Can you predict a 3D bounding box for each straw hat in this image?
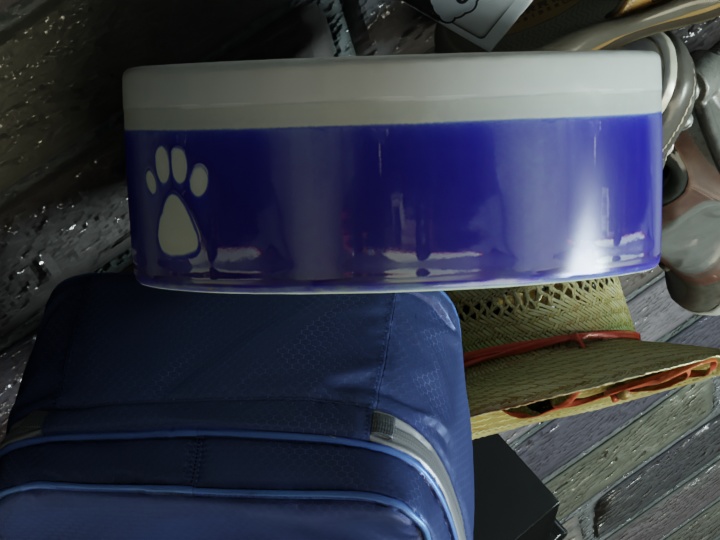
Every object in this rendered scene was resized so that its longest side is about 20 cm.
[{"bbox_3d":[0.077,0.024,1.058,0.199,0.086,0.201,-13,173,-2],"label":"straw hat"}]

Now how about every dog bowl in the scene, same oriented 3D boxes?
[{"bbox_3d":[0.012,-0.038,0.857,0.198,0.080,0.200,-1,-176,0],"label":"dog bowl"}]

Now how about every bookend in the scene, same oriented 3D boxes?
[{"bbox_3d":[0.020,0.144,1.264,0.198,0.092,0.200,-38,162,-15],"label":"bookend"}]

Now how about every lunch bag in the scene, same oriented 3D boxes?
[{"bbox_3d":[-0.056,0.090,0.912,0.198,0.133,0.137,-2,134,10],"label":"lunch bag"}]

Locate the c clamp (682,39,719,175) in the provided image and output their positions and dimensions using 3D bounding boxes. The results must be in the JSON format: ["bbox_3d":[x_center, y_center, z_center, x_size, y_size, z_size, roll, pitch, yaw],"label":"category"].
[{"bbox_3d":[0.198,-0.093,1.101,0.027,0.172,0.200,-26,-177,42],"label":"c clamp"}]

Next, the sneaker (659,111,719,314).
[{"bbox_3d":[0.163,-0.040,1.214,0.081,0.078,0.201,-8,150,-2],"label":"sneaker"}]

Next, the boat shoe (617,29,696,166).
[{"bbox_3d":[0.105,-0.058,1.045,0.057,0.067,0.200,7,160,-24],"label":"boat shoe"}]

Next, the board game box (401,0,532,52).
[{"bbox_3d":[0.051,-0.180,0.773,0.126,0.035,0.200,26,120,-24],"label":"board game box"}]

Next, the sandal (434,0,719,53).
[{"bbox_3d":[0.116,-0.140,0.959,0.199,0.082,0.055,-23,134,7],"label":"sandal"}]
